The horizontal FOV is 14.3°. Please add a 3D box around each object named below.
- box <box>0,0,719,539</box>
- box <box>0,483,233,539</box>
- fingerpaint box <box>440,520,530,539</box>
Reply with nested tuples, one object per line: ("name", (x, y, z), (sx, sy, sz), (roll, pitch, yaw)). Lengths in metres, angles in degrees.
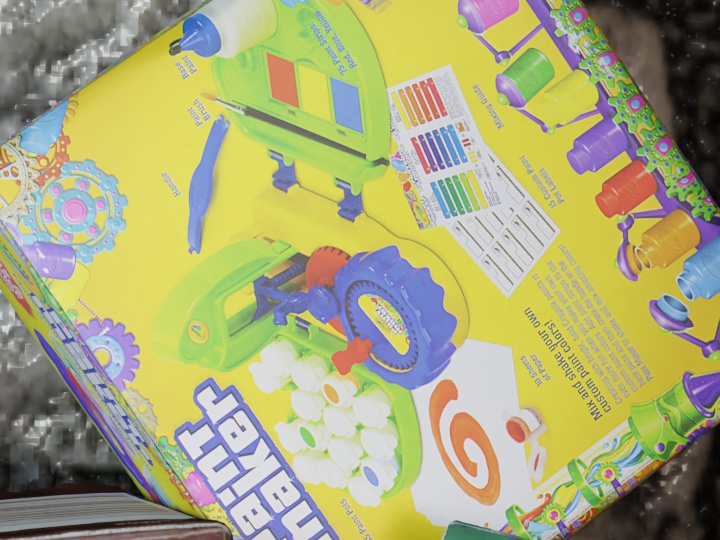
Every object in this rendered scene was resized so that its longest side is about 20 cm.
("box", (0.000, 0.000, 0.927), (0.192, 0.122, 0.201), (-35, 96, -12))
("box", (-0.128, 0.173, 0.863), (0.163, 0.166, 0.201), (-3, 90, -16))
("fingerpaint box", (0.047, 0.204, 0.847), (0.073, 0.167, 0.201), (11, 65, 28))
